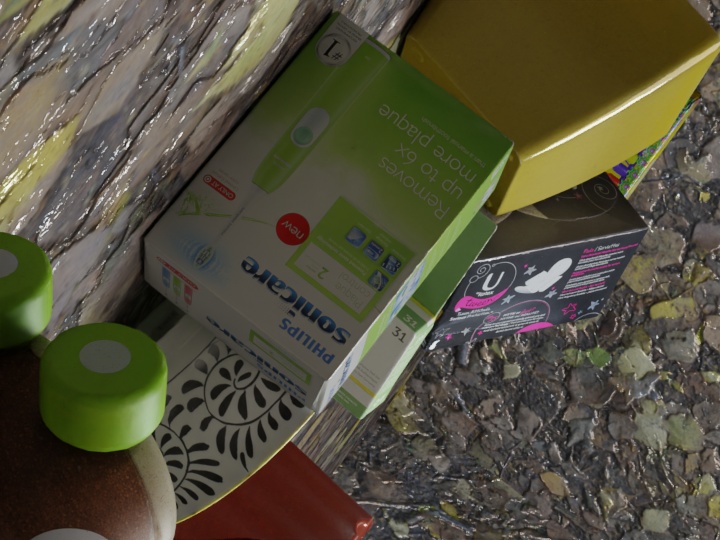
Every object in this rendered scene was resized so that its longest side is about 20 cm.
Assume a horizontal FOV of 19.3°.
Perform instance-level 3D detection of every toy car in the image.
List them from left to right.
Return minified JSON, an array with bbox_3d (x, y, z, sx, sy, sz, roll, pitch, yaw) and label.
[{"bbox_3d":[-0.195,0.108,0.915,0.199,0.157,0.165,-27,139,-37],"label":"toy car"}]

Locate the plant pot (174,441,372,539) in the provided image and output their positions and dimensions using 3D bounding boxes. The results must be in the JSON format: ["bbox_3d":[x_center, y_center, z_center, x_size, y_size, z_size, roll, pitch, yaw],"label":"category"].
[{"bbox_3d":[-0.106,0.221,1.890,0.201,0.195,0.201,-53,174,-8],"label":"plant pot"}]

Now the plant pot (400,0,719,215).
[{"bbox_3d":[0.136,-0.163,1.680,0.176,0.200,0.200,-39,170,-17],"label":"plant pot"}]

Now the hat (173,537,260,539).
[{"bbox_3d":[-0.186,0.196,1.235,0.201,0.176,0.166,-53,174,1],"label":"hat"}]

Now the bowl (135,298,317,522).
[{"bbox_3d":[-0.103,0.068,1.417,0.200,0.094,0.201,-38,-164,12],"label":"bowl"}]

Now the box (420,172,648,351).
[{"bbox_3d":[0.119,-0.031,1.788,0.199,0.132,0.115,-9,142,-36],"label":"box"}]

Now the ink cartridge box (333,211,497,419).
[{"bbox_3d":[0.000,0.000,1.692,0.048,0.145,0.201,-36,162,-54],"label":"ink cartridge box"}]

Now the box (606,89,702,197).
[{"bbox_3d":[0.243,-0.168,2.363,0.201,0.192,0.122,-54,173,15],"label":"box"}]

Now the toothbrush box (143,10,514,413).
[{"bbox_3d":[-0.021,-0.037,1.339,0.200,0.145,0.086,-51,173,-17],"label":"toothbrush box"}]
